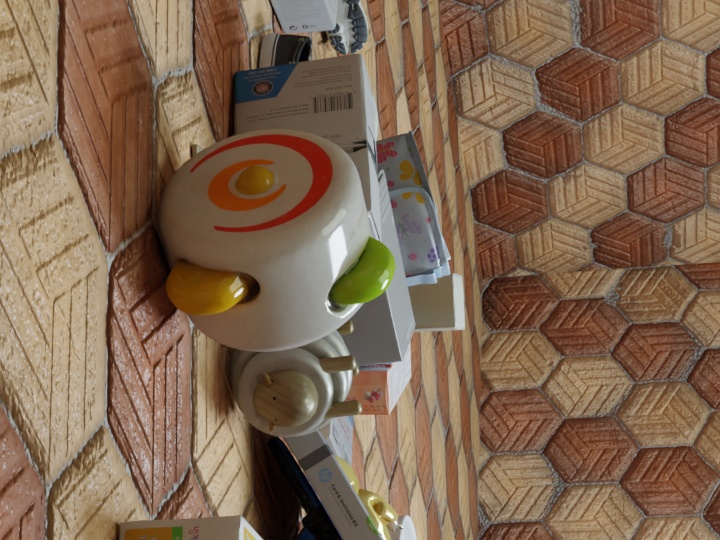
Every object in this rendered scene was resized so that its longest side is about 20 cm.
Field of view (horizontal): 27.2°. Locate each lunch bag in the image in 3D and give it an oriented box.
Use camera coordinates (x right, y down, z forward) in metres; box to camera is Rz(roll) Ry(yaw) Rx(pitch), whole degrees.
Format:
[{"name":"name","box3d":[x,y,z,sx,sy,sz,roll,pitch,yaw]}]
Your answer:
[{"name":"lunch bag","box3d":[0.013,-0.058,1.835,0.127,0.169,0.201,74,4,-52]}]

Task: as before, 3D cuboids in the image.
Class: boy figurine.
[{"name":"boy figurine","box3d":[-0.011,0.325,1.856,0.201,0.124,0.064,64,-17,-4]}]

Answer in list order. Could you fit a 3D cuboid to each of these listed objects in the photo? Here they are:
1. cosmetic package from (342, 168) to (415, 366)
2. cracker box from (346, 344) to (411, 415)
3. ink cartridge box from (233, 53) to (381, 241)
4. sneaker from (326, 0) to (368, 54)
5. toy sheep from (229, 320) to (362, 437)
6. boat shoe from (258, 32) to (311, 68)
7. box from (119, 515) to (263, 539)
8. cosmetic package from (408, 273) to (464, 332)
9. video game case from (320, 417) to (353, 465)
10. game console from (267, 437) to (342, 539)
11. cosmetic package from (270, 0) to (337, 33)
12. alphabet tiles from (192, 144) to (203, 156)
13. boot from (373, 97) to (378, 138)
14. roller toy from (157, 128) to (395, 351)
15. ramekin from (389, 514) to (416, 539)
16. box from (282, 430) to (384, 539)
[{"name":"cosmetic package","box3d":[0.000,0.000,1.692,0.107,0.090,0.201,-66,144,-63]},{"name":"cracker box","box3d":[-0.016,0.125,1.790,0.200,0.133,0.058,-38,127,-78]},{"name":"ink cartridge box","box3d":[-0.057,-0.119,1.591,0.084,0.144,0.201,69,16,-61]},{"name":"sneaker","box3d":[-0.037,-0.411,2.139,0.080,0.077,0.201,-116,-161,-59]},{"name":"toy sheep","box3d":[-0.068,0.102,1.517,0.200,0.137,0.139,-95,178,-73]},{"name":"boat shoe","box3d":[-0.083,-0.193,1.731,0.070,0.066,0.201,71,17,-56]},{"name":"box","box3d":[-0.122,0.280,1.210,0.200,0.101,0.113,67,20,-62]},{"name":"cosmetic package","box3d":[0.029,0.045,1.897,0.105,0.199,0.071,18,69,-80]},{"name":"video game case","box3d":[-0.030,0.172,2.040,0.143,0.018,0.201,71,18,-55]},{"name":"game console","box3d":[-0.082,0.313,1.680,0.171,0.118,0.200,56,-7,29]},{"name":"cosmetic package","box3d":[-0.081,-0.384,1.807,0.200,0.074,0.102,67,21,-66]},{"name":"alphabet tiles","box3d":[-0.138,-0.029,1.519,0.200,0.008,0.168,29,58,-78]},{"name":"boot","box3d":[-0.023,-0.197,2.085,0.144,0.072,0.201,46,44,-73]},{"name":"roller toy","box3d":[-0.085,-0.033,1.324,0.183,0.199,0.140,-118,-168,-49]},{"name":"ramekin","box3d":[0.022,0.433,2.004,0.200,0.097,0.202,-4,90,-80]},{"name":"box","box3d":[-0.024,0.249,1.631,0.201,0.041,0.156,60,-4,10]}]
